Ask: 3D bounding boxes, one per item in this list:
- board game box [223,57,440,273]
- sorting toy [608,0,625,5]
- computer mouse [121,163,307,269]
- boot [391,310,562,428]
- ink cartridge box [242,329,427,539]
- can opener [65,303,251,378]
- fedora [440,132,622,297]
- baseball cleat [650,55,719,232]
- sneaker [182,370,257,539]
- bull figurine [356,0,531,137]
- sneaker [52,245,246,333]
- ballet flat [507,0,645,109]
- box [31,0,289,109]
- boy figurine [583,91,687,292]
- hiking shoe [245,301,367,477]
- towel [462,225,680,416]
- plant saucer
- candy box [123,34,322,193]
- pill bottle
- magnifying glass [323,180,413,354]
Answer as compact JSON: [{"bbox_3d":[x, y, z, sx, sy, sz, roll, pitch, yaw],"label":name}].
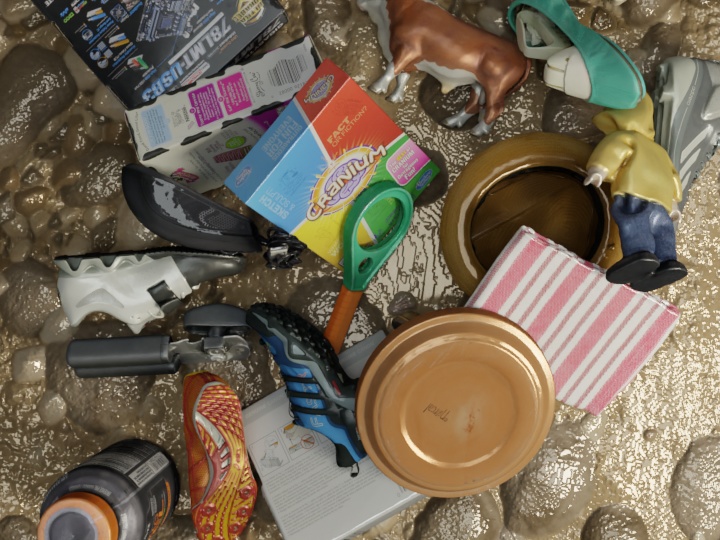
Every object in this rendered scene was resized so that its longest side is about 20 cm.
[{"bbox_3d":[-0.022,-0.094,0.999,0.153,0.200,0.040,-50,54,4],"label":"board game box"},{"bbox_3d":[0.290,-0.416,1.027,0.200,0.070,0.199,-36,89,4],"label":"sorting toy"},{"bbox_3d":[-0.153,-0.041,0.997,0.199,0.139,0.053,26,83,-2],"label":"computer mouse"},{"bbox_3d":[0.128,0.086,1.060,0.199,0.074,0.076,30,78,-4],"label":"boot"},{"bbox_3d":[-0.017,0.189,1.080,0.199,0.044,0.174,-30,68,4],"label":"ink cartridge box"},{"bbox_3d":[-0.216,0.076,1.094,0.199,0.053,0.067,-3,59,4],"label":"can opener"},{"bbox_3d":[0.177,-0.044,1.039,0.199,0.082,0.202,0,89,-2],"label":"fedora"},{"bbox_3d":[0.343,-0.118,1.033,0.106,0.070,0.201,4,95,-3],"label":"baseball cleat"},{"bbox_3d":[-0.154,0.202,1.083,0.073,0.077,0.201,-5,107,-24],"label":"sneaker"},{"bbox_3d":[0.076,-0.224,1.050,0.199,0.065,0.122,24,95,4],"label":"bull figurine"},{"bbox_3d":[-0.218,0.019,1.068,0.199,0.074,0.089,-6,96,-5],"label":"sneaker"},{"bbox_3d":[0.202,-0.213,0.996,0.070,0.068,0.200,-21,47,-7],"label":"ballet flat"},{"bbox_3d":[-0.213,-0.279,1.076,0.200,0.050,0.199,-42,89,4],"label":"box"},{"bbox_3d":[0.258,-0.086,0.964,0.124,0.064,0.201,11,63,-32],"label":"boy figurine"},{"bbox_3d":[-0.056,0.118,1.037,0.200,0.074,0.087,43,103,12],"label":"hiking shoe"},{"bbox_3d":[0.199,0.053,0.996,0.199,0.030,0.147,26,115,-15],"label":"towel"},{"bbox_3d":[0.094,0.134,0.983,0.199,0.032,0.202,-2,108,-5],"label":"plant saucer"},{"bbox_3d":[-0.120,-0.151,1.026,0.199,0.136,0.061,-22,74,3],"label":"candy box"},{"bbox_3d":[-0.256,0.240,1.017,0.106,0.200,0.107,0,92,4],"label":"pill bottle"},{"bbox_3d":[0.000,0.000,1.050,0.022,0.079,0.201,41,119,37],"label":"magnifying glass"}]
